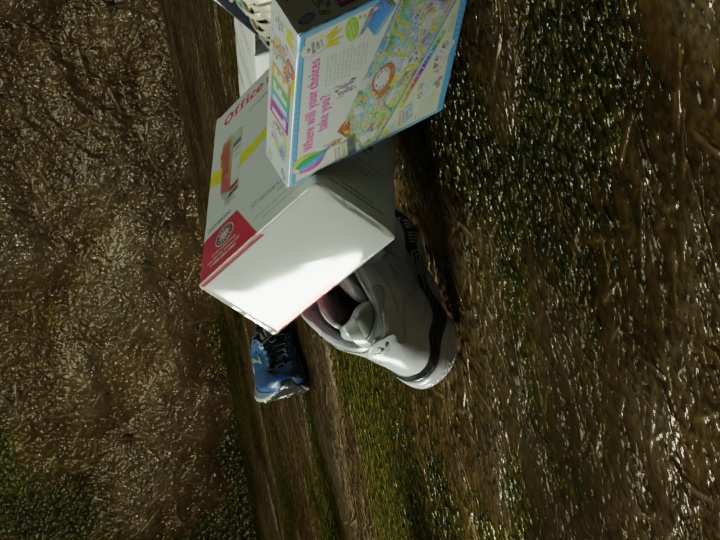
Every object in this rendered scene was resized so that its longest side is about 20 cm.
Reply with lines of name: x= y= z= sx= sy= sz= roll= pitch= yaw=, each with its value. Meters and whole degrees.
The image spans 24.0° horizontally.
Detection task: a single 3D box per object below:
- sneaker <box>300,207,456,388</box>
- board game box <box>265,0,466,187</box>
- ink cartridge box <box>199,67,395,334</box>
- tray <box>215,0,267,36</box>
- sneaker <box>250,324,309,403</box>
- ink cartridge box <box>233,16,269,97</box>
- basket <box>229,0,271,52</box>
sneaker: x=0.000 y=0.000 z=1.364 sx=0.114 sy=0.075 sz=0.201 roll=24 pitch=-148 yaw=-44
board game box: x=0.003 y=-0.143 z=1.135 sx=0.034 sy=0.133 sz=0.200 roll=56 pitch=163 yaw=19
ink cartridge box: x=-0.048 y=-0.076 z=1.327 sx=0.145 sy=0.083 sz=0.201 roll=-40 pitch=32 yaw=32
tray: x=-0.093 y=-0.238 z=1.438 sx=0.199 sy=0.022 sz=0.108 roll=37 pitch=-157 yaw=-35
sneaker: x=-0.122 y=0.121 z=2.355 sx=0.200 sy=0.078 sz=0.090 roll=-128 pitch=26 yaw=-70
ink cartridge box: x=-0.089 y=-0.225 z=1.769 sx=0.201 sy=0.067 sz=0.117 roll=90 pitch=165 yaw=-50
basket: x=-0.028 y=-0.237 z=1.250 sx=0.200 sy=0.138 sz=0.178 roll=31 pitch=-142 yaw=-55
